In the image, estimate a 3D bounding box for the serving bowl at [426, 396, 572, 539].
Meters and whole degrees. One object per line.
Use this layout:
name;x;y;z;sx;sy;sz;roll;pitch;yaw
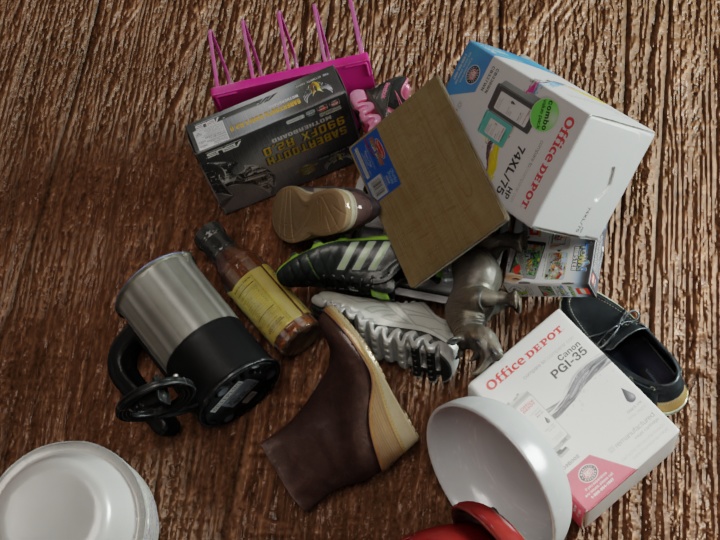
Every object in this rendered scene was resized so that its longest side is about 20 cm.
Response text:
serving bowl;0.161;0.219;1.455;0.066;0.200;0.200;-29;63;-29

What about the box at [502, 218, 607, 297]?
box;0.245;-0.064;1.624;0.110;0.035;0.200;1;62;27

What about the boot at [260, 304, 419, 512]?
boot;-0.045;0.160;1.544;0.166;0.072;0.200;-29;89;-1

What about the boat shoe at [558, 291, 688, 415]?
boat shoe;0.305;0.083;1.548;0.075;0.062;0.200;-31;55;-11

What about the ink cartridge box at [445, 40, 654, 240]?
ink cartridge box;0.203;-0.150;1.554;0.200;0.146;0.147;39;110;37

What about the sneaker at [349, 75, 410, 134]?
sneaker;0.067;-0.157;1.638;0.095;0.079;0.200;-28;71;-5

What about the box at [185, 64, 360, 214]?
box;-0.104;-0.161;1.671;0.200;0.158;0.048;-22;62;-2

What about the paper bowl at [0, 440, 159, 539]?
paper bowl;-0.341;0.295;1.534;0.200;0.104;0.201;-3;67;6

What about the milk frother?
milk frother;-0.227;0.086;1.558;0.180;0.200;0.188;-40;66;-5

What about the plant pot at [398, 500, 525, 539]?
plant pot;0.102;0.359;1.395;0.182;0.200;0.200;-32;65;-16

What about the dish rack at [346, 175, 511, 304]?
dish rack;0.080;-0.038;1.653;0.200;0.044;0.172;11;67;13

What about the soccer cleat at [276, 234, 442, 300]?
soccer cleat;0.000;0.000;1.590;0.200;0.068;0.081;-12;67;0

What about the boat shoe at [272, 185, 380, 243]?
boat shoe;-0.045;-0.070;1.633;0.065;0.200;0.072;2;88;-30

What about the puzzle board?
puzzle board;0.077;-0.102;1.548;0.151;0.017;0.200;-37;64;31

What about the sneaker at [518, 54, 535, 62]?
sneaker;0.154;-0.207;1.713;0.200;0.076;0.092;-27;44;-1

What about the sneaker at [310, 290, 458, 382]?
sneaker;0.035;0.067;1.606;0.200;0.075;0.081;21;52;18

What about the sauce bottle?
sauce bottle;-0.131;0.019;1.648;0.066;0.066;0.200;-38;65;-9

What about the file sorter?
file sorter;-0.087;-0.257;1.725;0.200;0.139;0.126;-12;62;3

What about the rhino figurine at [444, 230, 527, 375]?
rhino figurine;0.142;0.034;1.551;0.087;0.060;0.200;1;60;16

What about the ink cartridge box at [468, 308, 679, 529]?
ink cartridge box;0.238;0.167;1.516;0.146;0.083;0.200;-39;67;-10
